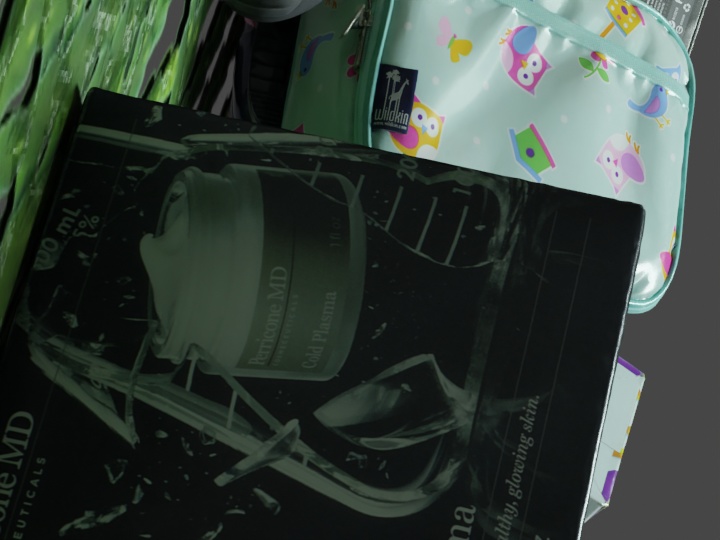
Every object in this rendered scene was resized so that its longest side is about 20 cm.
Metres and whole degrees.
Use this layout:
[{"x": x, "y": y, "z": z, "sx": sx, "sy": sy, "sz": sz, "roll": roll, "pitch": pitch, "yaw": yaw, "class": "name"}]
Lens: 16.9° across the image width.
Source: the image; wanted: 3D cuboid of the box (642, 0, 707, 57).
[{"x": 0.086, "y": -0.127, "z": 1.190, "sx": 0.044, "sy": 0.160, "sz": 0.201, "roll": 14, "pitch": -95, "yaw": 65, "class": "box"}]

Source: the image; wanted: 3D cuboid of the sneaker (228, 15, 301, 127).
[{"x": -0.024, "y": -0.135, "z": 1.155, "sx": 0.082, "sy": 0.070, "sz": 0.201, "roll": 131, "pitch": -22, "yaw": -64, "class": "sneaker"}]

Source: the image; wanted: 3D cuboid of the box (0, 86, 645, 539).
[{"x": -0.020, "y": 0.068, "z": 0.819, "sx": 0.124, "sy": 0.195, "sz": 0.201, "roll": 88, "pitch": 14, "yaw": -65, "class": "box"}]

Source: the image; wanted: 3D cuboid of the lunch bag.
[{"x": 0.060, "y": -0.072, "z": 1.095, "sx": 0.077, "sy": 0.199, "sz": 0.161, "roll": -14, "pitch": -121, "yaw": 51, "class": "lunch bag"}]

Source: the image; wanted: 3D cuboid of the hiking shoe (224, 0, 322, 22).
[{"x": -0.018, "y": -0.156, "z": 1.023, "sx": 0.101, "sy": 0.075, "sz": 0.201, "roll": 92, "pitch": 9, "yaw": -45, "class": "hiking shoe"}]

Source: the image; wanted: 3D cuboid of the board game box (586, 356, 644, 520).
[{"x": 0.045, "y": 0.112, "z": 1.290, "sx": 0.200, "sy": 0.105, "sz": 0.103, "roll": -48, "pitch": -168, "yaw": 41, "class": "board game box"}]
